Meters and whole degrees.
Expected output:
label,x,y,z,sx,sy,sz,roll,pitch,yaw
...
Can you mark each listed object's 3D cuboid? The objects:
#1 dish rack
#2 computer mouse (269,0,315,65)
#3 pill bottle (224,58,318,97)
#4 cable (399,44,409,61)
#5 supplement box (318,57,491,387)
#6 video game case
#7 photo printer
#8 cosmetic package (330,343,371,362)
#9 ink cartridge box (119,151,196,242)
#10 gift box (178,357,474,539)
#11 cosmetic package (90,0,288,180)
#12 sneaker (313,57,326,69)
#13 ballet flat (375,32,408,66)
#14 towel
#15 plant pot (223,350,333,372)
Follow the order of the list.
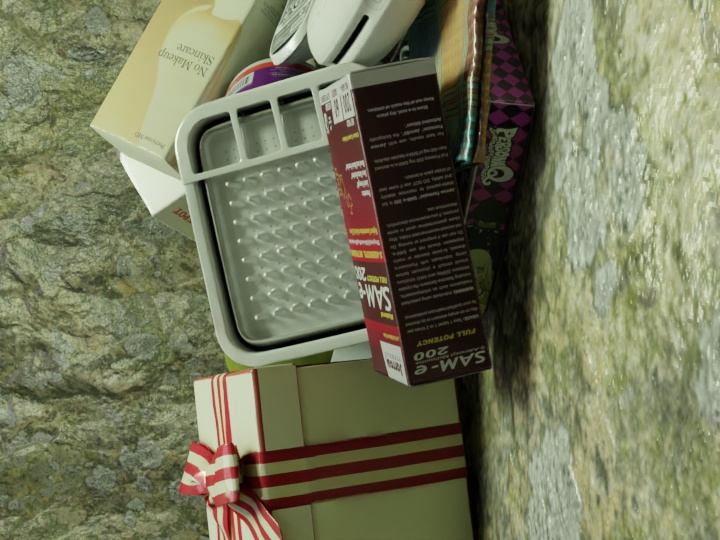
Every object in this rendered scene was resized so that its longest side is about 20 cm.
label,x,y,z,sx,sy,sz,roll,pitch,yaw
dish rack,-0.040,-0.039,0.949,0.044,0.170,0.202,2,-105,-75
computer mouse,-0.033,-0.251,1.144,0.109,0.044,0.201,-32,35,46
pill bottle,-0.072,-0.093,1.088,0.201,0.111,0.113,-88,4,-54
cable,0.034,-0.122,1.108,0.164,0.051,0.200,-61,-4,-37
supplement box,0.027,-0.031,0.843,0.109,0.060,0.202,-174,72,-78
video game case,0.078,-0.096,0.926,0.201,0.035,0.182,-97,13,-50
photo printer,0.027,-0.247,0.937,0.201,0.069,0.166,-68,10,-19
cosmetic package,0.008,0.074,1.188,0.201,0.050,0.083,-74,-14,-54
ink cartridge box,-0.118,-0.120,1.277,0.083,0.199,0.146,59,-172,19
gift box,-0.031,0.164,0.962,0.184,0.185,0.202,150,115,-65
cosmetic package,-0.153,-0.190,1.188,0.201,0.105,0.071,-63,-29,-8
sneaker,0.014,-0.223,1.188,0.200,0.076,0.089,-30,60,56
ballet flat,0.010,-0.208,1.110,0.072,0.072,0.201,-96,27,-46
towel,0.058,-0.135,0.879,0.200,0.022,0.148,175,98,-81
plant pot,-0.072,0.012,1.310,0.201,0.186,0.188,77,-173,-53
